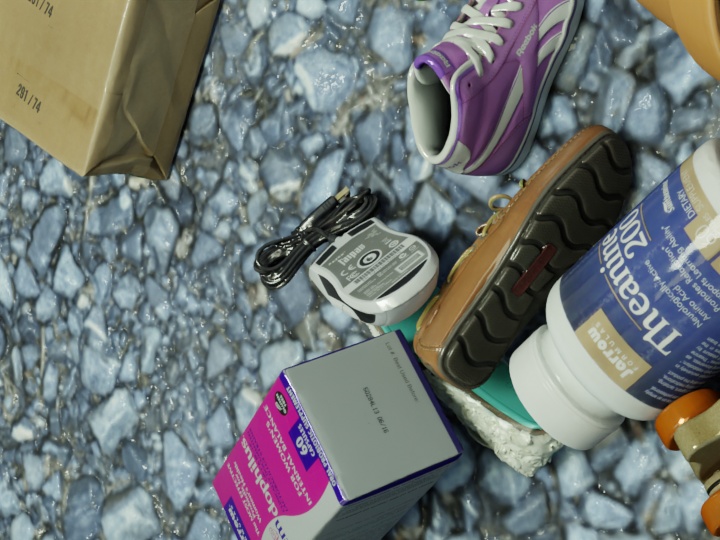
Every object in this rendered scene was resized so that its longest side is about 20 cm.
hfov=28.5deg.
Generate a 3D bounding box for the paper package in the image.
[{"bbox_3d":[-0.240,-0.200,1.238,0.199,0.103,0.193,31,111,34],"label":"paper package"}]

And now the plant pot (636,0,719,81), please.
[{"bbox_3d":[0.228,-0.209,0.816,0.140,0.198,0.203,37,113,49],"label":"plant pot"}]

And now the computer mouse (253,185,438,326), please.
[{"bbox_3d":[0.000,0.000,1.020,0.109,0.044,0.200,-36,28,-9],"label":"computer mouse"}]

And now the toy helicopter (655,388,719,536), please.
[{"bbox_3d":[0.240,0.068,0.809,0.131,0.201,0.080,-25,59,1],"label":"toy helicopter"}]

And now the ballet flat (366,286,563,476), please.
[{"bbox_3d":[0.066,0.077,1.023,0.200,0.071,0.072,43,116,32],"label":"ballet flat"}]

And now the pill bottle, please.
[{"bbox_3d":[0.187,0.022,0.891,0.200,0.110,0.112,-46,64,30],"label":"pill bottle"}]

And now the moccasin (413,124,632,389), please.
[{"bbox_3d":[0.108,-0.013,0.963,0.203,0.073,0.078,-57,31,5],"label":"moccasin"}]

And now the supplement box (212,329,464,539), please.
[{"bbox_3d":[-0.023,0.143,1.025,0.102,0.102,0.201,61,149,20],"label":"supplement box"}]

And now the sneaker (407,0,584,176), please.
[{"bbox_3d":[0.090,-0.164,0.966,0.072,0.113,0.204,18,101,38],"label":"sneaker"}]
